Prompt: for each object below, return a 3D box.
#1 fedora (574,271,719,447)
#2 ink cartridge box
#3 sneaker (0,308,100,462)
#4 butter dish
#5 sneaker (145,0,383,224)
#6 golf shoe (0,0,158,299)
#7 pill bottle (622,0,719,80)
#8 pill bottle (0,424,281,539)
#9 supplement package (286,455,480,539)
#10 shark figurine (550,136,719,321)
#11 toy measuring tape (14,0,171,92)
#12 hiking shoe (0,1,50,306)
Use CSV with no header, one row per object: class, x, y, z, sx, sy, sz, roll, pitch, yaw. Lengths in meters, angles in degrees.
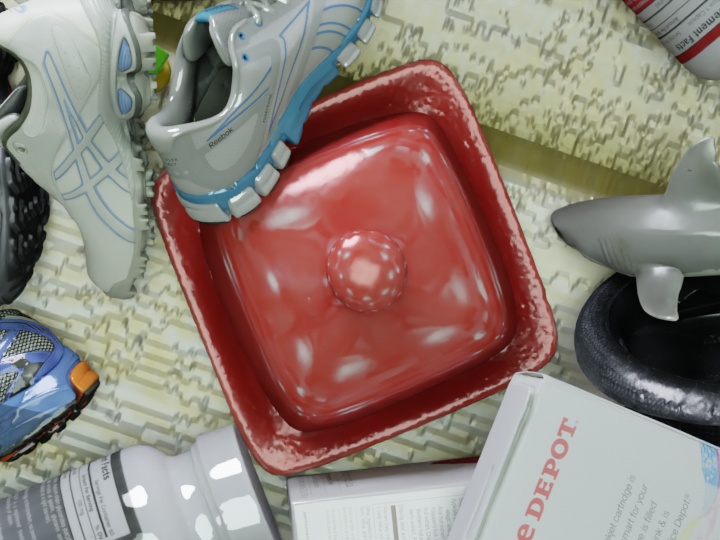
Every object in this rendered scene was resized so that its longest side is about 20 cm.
fedora,0.223,0.062,1.248,0.199,0.201,0.092,-7,124,-2
ink cartridge box,0.148,0.156,1.143,0.199,0.085,0.145,23,87,-7
sneaker,-0.249,0.097,1.259,0.199,0.075,0.079,-35,83,-9
butter dish,0.000,0.000,1.223,0.199,0.148,0.201,-22,93,-2
sneaker,-0.054,-0.128,1.194,0.075,0.087,0.201,10,64,35
golf shoe,-0.162,-0.071,1.218,0.096,0.078,0.201,-4,125,-9
pill bottle,0.200,-0.184,1.246,0.112,0.112,0.200,-44,93,-1
pill bottle,-0.147,0.169,1.235,0.199,0.116,0.117,-22,92,-2
supplement package,0.062,0.171,1.241,0.198,0.121,0.121,-6,91,-3
shark figurine,0.218,-0.041,1.231,0.213,0.128,0.090,-9,115,1
toy measuring tape,-0.186,-0.157,1.228,0.200,0.073,0.074,33,89,-37
hiking shoe,-0.242,-0.074,1.257,0.100,0.076,0.202,-10,84,9
